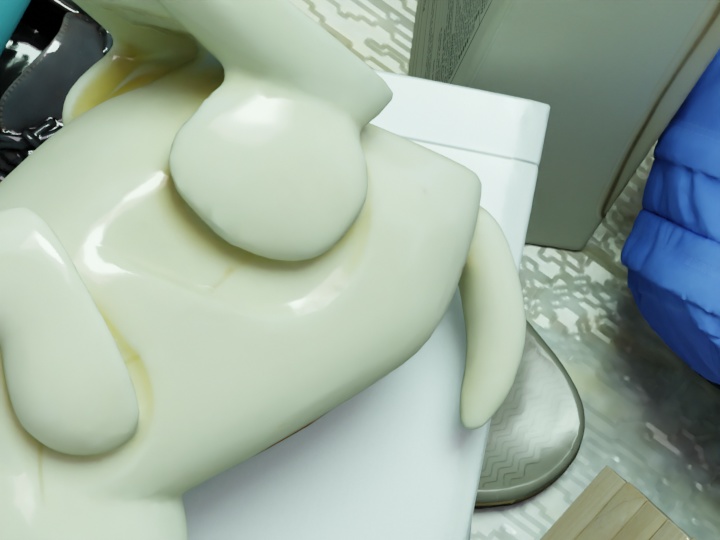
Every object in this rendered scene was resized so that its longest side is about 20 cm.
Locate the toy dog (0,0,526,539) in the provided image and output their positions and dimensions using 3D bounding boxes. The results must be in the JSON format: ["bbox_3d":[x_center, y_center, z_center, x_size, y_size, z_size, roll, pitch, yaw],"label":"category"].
[{"bbox_3d":[-0.069,0.026,0.718,0.194,0.139,0.200,36,84,-33],"label":"toy dog"}]

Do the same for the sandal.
[{"bbox_3d":[0.000,0.000,0.856,0.082,0.055,0.200,-41,101,-18],"label":"sandal"}]

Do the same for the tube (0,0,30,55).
[{"bbox_3d":[-0.152,-0.063,0.833,0.077,0.050,0.200,36,100,9],"label":"tube"}]

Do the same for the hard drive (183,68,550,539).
[{"bbox_3d":[-0.026,0.036,0.782,0.132,0.027,0.200,11,86,2],"label":"hard drive"}]

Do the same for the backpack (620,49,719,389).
[{"bbox_3d":[0.183,0.012,0.842,0.200,0.163,0.168,25,89,-10],"label":"backpack"}]

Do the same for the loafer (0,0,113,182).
[{"bbox_3d":[-0.121,-0.067,0.875,0.200,0.063,0.072,30,64,2],"label":"loafer"}]

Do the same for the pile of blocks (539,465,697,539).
[{"bbox_3d":[0.065,0.166,0.825,0.062,0.082,0.200,40,67,-41],"label":"pile of blocks"}]

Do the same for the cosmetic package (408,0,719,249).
[{"bbox_3d":[0.069,-0.095,0.852,0.073,0.200,0.104,9,66,-7],"label":"cosmetic package"}]

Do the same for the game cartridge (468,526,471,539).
[{"bbox_3d":[-0.032,0.063,0.810,0.133,0.041,0.200,1,86,-3],"label":"game cartridge"}]
